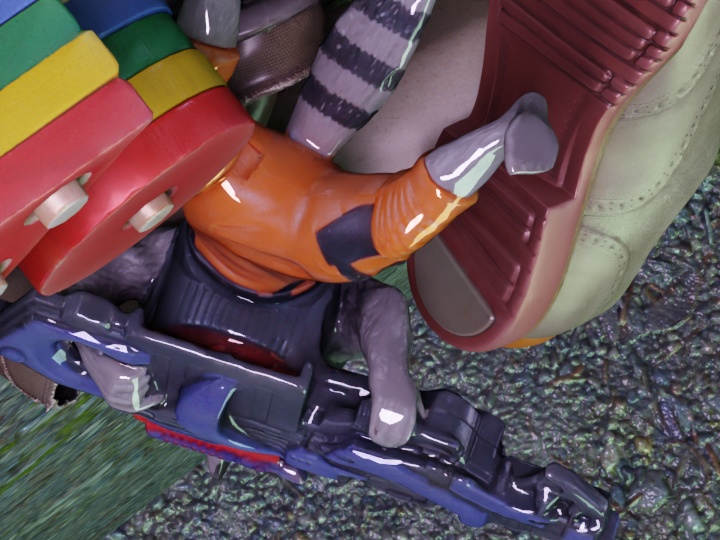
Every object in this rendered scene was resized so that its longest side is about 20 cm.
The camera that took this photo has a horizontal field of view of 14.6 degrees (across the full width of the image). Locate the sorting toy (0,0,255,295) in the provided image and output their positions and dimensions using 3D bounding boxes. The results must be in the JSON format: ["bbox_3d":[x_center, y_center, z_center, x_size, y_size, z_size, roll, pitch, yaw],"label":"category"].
[{"bbox_3d":[-0.115,-0.007,0.652,0.199,0.070,0.200,-40,175,12],"label":"sorting toy"}]

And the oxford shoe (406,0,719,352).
[{"bbox_3d":[0.080,-0.066,0.839,0.075,0.070,0.200,-4,131,-42],"label":"oxford shoe"}]

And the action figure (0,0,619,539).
[{"bbox_3d":[0.000,0.000,0.825,0.194,0.199,0.105,118,-6,-47],"label":"action figure"}]

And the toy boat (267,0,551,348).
[{"bbox_3d":[0.037,-0.033,0.982,0.130,0.131,0.200,-26,-163,-2],"label":"toy boat"}]

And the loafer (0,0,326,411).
[{"bbox_3d":[-0.064,-0.022,0.913,0.073,0.071,0.200,-34,174,-47],"label":"loafer"}]
